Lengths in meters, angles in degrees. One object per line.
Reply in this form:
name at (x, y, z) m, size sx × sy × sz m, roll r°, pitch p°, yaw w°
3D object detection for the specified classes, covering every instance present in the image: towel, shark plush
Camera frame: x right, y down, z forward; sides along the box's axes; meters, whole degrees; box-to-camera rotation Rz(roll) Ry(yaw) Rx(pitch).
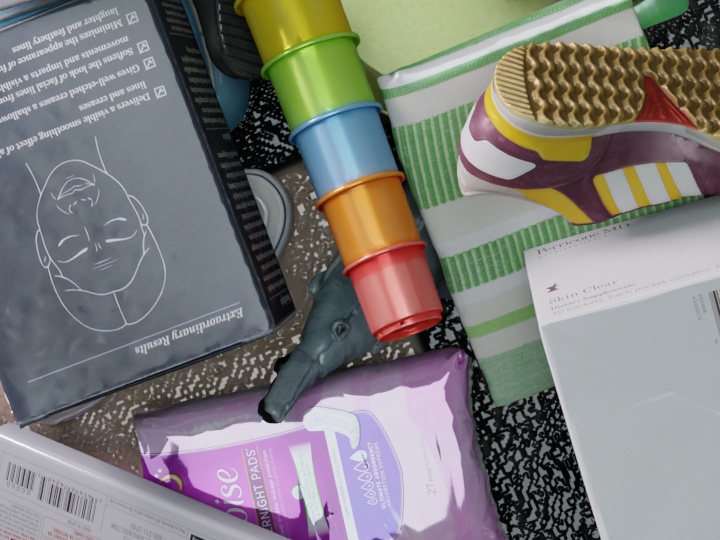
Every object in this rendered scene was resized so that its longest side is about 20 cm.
towel at (0.109, -0.041, 1.348) m, size 0.152 × 0.023 × 0.200 m, roll -21°, pitch 109°, yaw 4°
shark plush at (0.000, 0.000, 1.374) m, size 0.200 × 0.083 × 0.091 m, roll -37°, pitch 81°, yaw -26°

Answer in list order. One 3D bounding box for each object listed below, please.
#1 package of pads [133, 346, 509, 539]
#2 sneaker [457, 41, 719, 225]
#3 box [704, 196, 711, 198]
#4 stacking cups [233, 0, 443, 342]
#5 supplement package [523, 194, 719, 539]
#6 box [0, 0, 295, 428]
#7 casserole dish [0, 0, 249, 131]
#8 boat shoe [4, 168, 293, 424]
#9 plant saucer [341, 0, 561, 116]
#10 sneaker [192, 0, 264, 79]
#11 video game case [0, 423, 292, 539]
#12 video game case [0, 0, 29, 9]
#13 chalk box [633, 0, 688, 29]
package of pads at (-0.023, 0.120, 1.408) m, size 0.200 × 0.076 × 0.121 m, roll -12°, pitch 89°, yaw 4°
sneaker at (0.147, -0.065, 1.299) m, size 0.200 × 0.090 × 0.075 m, roll 8°, pitch 52°, yaw -18°
box at (0.212, -0.014, 1.408) m, size 0.200 × 0.050 × 0.158 m, roll 4°, pitch 89°, yaw 3°
stacking cups at (-0.004, -0.063, 1.318) m, size 0.060 × 0.061 × 0.200 m, roll -23°, pitch 78°, yaw 3°
supplement package at (0.203, 0.048, 1.311) m, size 0.200 × 0.111 × 0.156 m, roll -16°, pitch 110°, yaw 4°
box at (-0.140, -0.039, 1.329) m, size 0.148 × 0.107 × 0.200 m, roll -20°, pitch 92°, yaw 6°
casserole dish at (-0.159, -0.113, 1.437) m, size 0.200 × 0.039 × 0.121 m, roll -17°, pitch 88°, yaw 4°
boat shoe at (-0.123, 0.014, 1.419) m, size 0.200 × 0.066 × 0.072 m, roll -35°, pitch 87°, yaw 3°
plant saucer at (0.054, -0.180, 1.429) m, size 0.200 × 0.031 × 0.200 m, roll 0°, pitch 90°, yaw 3°
sneaker at (-0.085, -0.194, 1.410) m, size 0.088 × 0.074 × 0.200 m, roll -18°, pitch 66°, yaw 37°
video game case at (-0.133, 0.201, 1.386) m, size 0.200 × 0.022 × 0.183 m, roll 20°, pitch 110°, yaw 20°
video game case at (-0.181, -0.192, 1.338) m, size 0.200 × 0.182 × 0.022 m, roll -13°, pitch 124°, yaw 28°
chalk box at (0.117, -0.225, 1.348) m, size 0.125 × 0.124 × 0.200 m, roll -20°, pitch 88°, yaw 4°
